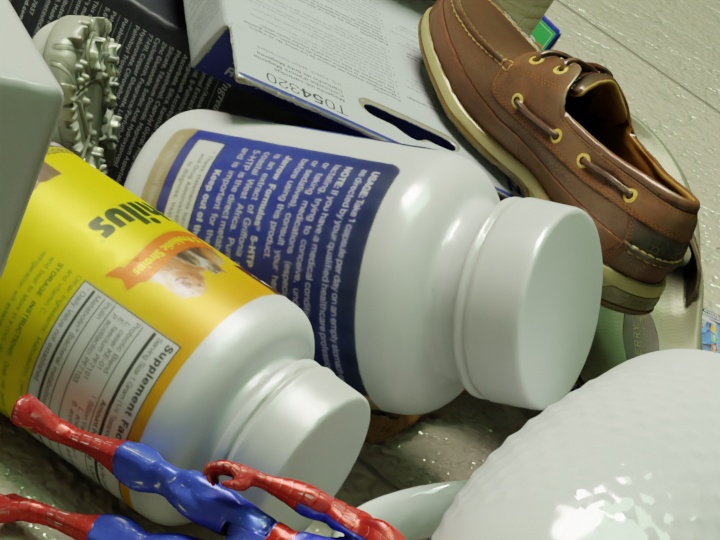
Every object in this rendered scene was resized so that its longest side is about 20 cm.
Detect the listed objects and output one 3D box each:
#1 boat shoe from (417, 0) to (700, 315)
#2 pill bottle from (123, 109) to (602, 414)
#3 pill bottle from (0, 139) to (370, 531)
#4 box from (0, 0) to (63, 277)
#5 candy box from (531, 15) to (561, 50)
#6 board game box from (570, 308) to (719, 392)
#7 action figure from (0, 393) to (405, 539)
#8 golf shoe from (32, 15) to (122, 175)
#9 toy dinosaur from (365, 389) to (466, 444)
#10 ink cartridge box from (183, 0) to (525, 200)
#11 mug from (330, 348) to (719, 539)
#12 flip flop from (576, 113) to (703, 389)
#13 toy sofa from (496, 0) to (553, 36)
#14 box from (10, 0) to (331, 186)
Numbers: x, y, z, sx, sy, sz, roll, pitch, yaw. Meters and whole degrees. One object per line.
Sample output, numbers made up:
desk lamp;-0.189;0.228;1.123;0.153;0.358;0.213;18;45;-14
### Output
boat shoe;0.097;-0.069;1.386;0.072;0.068;0.200;9;38;-43
pill bottle;0.000;0.000;1.326;0.199;0.120;0.120;11;16;27
pill bottle;-0.096;0.033;1.252;0.200;0.110;0.109;34;25;20
box;-0.245;-0.048;1.167;0.171;0.201;0.199;7;28;-29
candy box;-0.013;-0.171;1.639;0.200;0.077;0.169;40;-11;-26
board game box;0.180;0.093;1.449;0.199;0.062;0.200;23;25;-3
action figure;-0.052;0.107;1.154;0.199;0.066;0.052;18;-5;16
golf shoe;-0.161;-0.067;1.374;0.097;0.079;0.200;10;-18;-3
toy dinosaur;0.051;0.031;1.453;0.200;0.061;0.106;-32;57;-34
ink cartridge box;0.006;-0.097;1.445;0.196;0.043;0.200;24;31;-22
mug;0.082;0.123;1.215;0.199;0.149;0.175;9;20;31
flip flop;0.130;-0.012;1.426;0.081;0.058;0.201;5;44;-5
toy sofa;0.020;-0.202;1.478;0.199;0.098;0.083;25;28;-21
box;-0.075;-0.091;1.536;0.200;0.105;0.148;33;25;17
